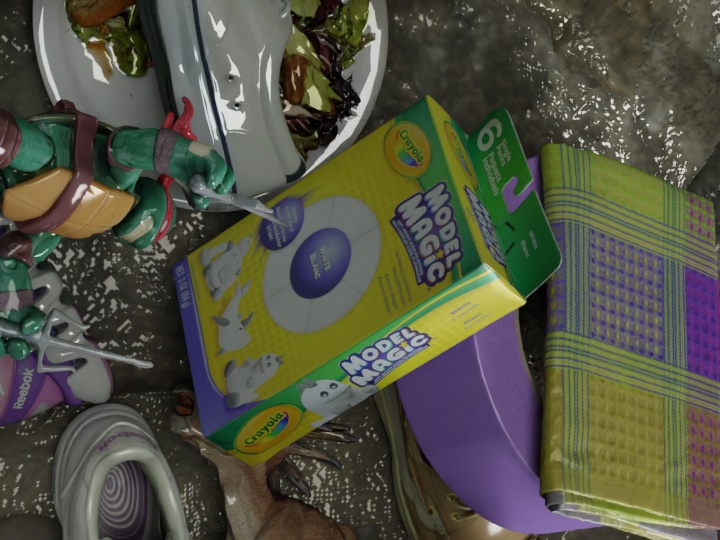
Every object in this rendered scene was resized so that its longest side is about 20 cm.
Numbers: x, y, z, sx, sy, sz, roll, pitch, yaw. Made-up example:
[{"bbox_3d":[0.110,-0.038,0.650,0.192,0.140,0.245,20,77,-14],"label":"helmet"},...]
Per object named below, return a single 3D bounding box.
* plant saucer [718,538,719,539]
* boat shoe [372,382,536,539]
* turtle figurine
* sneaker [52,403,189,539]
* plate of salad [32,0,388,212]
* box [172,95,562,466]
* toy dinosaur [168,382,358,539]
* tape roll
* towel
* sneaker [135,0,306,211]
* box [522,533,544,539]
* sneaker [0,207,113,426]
[{"bbox_3d":[0.215,0.259,0.977,0.198,0.051,0.203,0,91,-19],"label":"plant saucer"},{"bbox_3d":[0.055,0.108,0.912,0.074,0.066,0.202,-26,99,-16],"label":"boat shoe"},{"bbox_3d":[-0.141,-0.029,0.752,0.199,0.101,0.150,17,123,-44],"label":"turtle figurine"},{"bbox_3d":[-0.125,0.174,0.837,0.074,0.099,0.202,-6,94,-20],"label":"sneaker"},{"bbox_3d":[-0.075,-0.133,0.874,0.198,0.048,0.202,0,91,-19],"label":"plate of salad"},{"bbox_3d":[0.000,0.000,0.819,0.199,0.118,0.048,-32,139,18],"label":"box"},{"bbox_3d":[-0.029,0.155,0.884,0.085,0.136,0.201,-15,124,21],"label":"toy dinosaur"},{"bbox_3d":[0.109,0.039,0.887,0.199,0.065,0.202,15,68,-39],"label":"tape roll"},{"bbox_3d":[0.143,0.042,0.859,0.143,0.023,0.202,17,67,-38],"label":"towel"},{"bbox_3d":[-0.073,-0.133,0.822,0.070,0.073,0.202,-15,108,-16],"label":"sneaker"},{"bbox_3d":[0.037,0.224,0.853,0.163,0.200,0.021,-39,67,-13],"label":"box"},{"bbox_3d":[-0.206,-0.004,0.821,0.088,0.080,0.201,-29,101,-8],"label":"sneaker"}]
